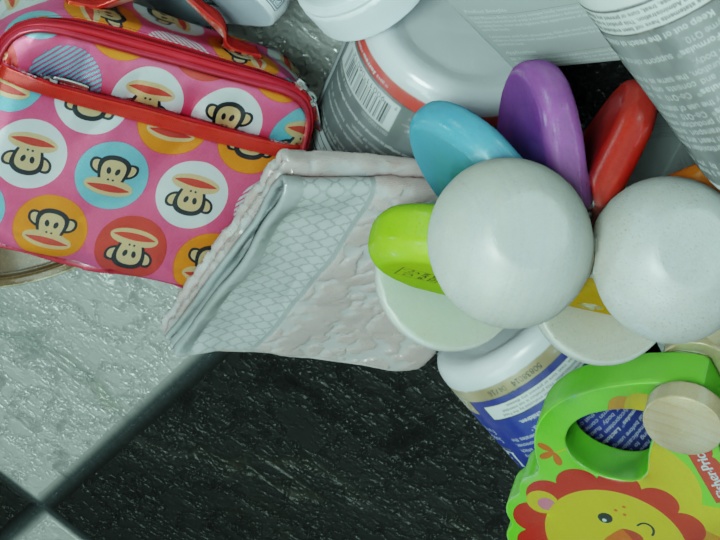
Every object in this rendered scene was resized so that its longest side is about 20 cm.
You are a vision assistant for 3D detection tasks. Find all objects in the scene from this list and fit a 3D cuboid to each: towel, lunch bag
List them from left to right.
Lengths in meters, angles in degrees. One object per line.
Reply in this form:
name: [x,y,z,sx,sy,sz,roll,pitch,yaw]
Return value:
lunch bag: [-0.130,-0.087,1.022,0.199,0.082,0.177,13,118,-21]
towel: [0.000,0.000,1.037,0.190,0.032,0.200,4,147,-27]

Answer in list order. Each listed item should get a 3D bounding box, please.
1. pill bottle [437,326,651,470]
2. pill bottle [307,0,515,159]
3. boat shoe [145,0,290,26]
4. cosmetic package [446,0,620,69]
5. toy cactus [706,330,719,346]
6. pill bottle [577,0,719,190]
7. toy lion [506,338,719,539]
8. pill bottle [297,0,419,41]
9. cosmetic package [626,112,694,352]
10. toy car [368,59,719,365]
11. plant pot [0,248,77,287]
pill bottle: [0.152,0.097,1.167,0.115,0.116,0.200,-19,119,46]
pill bottle: [0.029,-0.087,1.049,0.115,0.116,0.200,31,144,2]
boat shoe: [-0.093,-0.195,1.055,0.070,0.066,0.200,41,168,-30]
cosmetic package: [0.077,-0.188,0.873,0.106,0.091,0.200,2,152,39]
toy cactus: [0.245,-0.024,0.949,0.200,0.102,0.165,41,106,2]
pill bottle: [0.186,-0.106,0.811,0.113,0.114,0.200,-15,124,45]
toy lion: [0.171,0.139,1.085,0.191,0.069,0.200,-12,124,33]
pill bottle: [-0.044,-0.213,0.897,0.112,0.113,0.200,-3,145,38]
cosmetic package: [0.206,0.006,1.054,0.050,0.083,0.201,-4,129,37]
toy car: [0.103,-0.034,0.905,0.199,0.151,0.175,6,171,-11]
plant pot: [-0.227,-0.127,1.142,0.199,0.200,0.199,0,124,36]
